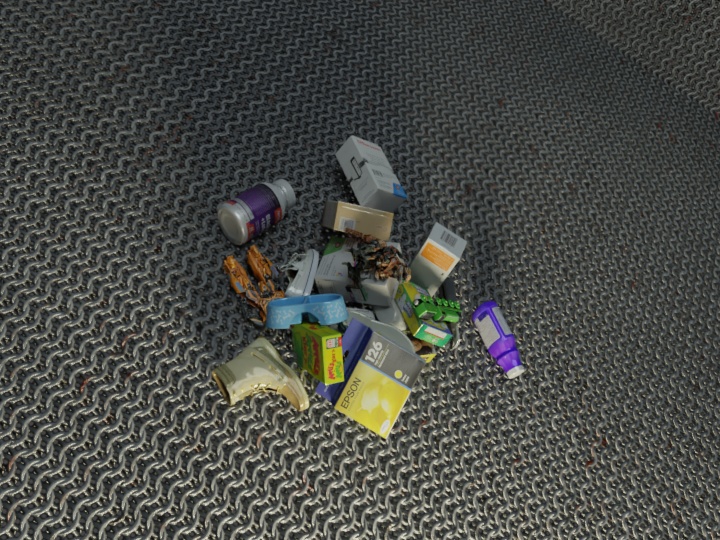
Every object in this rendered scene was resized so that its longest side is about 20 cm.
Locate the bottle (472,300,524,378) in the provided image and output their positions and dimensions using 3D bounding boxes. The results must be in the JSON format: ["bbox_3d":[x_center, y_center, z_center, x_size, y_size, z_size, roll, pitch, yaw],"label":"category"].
[{"bbox_3d":[0.370,0.186,1.638,0.064,0.084,0.204,-10,61,-27],"label":"bottle"}]

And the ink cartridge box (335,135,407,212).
[{"bbox_3d":[0.030,-0.275,1.780,0.144,0.084,0.204,9,48,-50],"label":"ink cartridge box"}]

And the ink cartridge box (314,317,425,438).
[{"bbox_3d":[0.022,0.247,1.413,0.196,0.047,0.202,28,94,-3],"label":"ink cartridge box"}]

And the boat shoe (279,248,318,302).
[{"bbox_3d":[-0.160,0.004,1.534,0.084,0.075,0.205,27,38,-15],"label":"boat shoe"}]

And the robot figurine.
[{"bbox_3d":[-0.248,0.042,1.503,0.143,0.059,0.202,-27,70,-31],"label":"robot figurine"}]

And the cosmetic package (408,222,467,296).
[{"bbox_3d":[0.192,-0.022,1.631,0.100,0.202,0.072,31,51,3],"label":"cosmetic package"}]

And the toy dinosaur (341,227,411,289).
[{"bbox_3d":[0.031,-0.030,1.475,0.134,0.105,0.198,-29,38,-32],"label":"toy dinosaur"}]

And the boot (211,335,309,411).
[{"bbox_3d":[-0.221,0.260,1.360,0.154,0.073,0.201,-31,71,-35],"label":"boot"}]

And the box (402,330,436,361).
[{"bbox_3d":[0.089,0.198,1.540,0.194,0.051,0.077,-5,59,-24],"label":"box"}]

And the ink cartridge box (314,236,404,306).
[{"bbox_3d":[0.000,0.000,1.563,0.194,0.085,0.147,6,51,19],"label":"ink cartridge box"}]

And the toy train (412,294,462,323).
[{"bbox_3d":[0.199,0.101,1.541,0.197,0.042,0.058,13,45,-49],"label":"toy train"}]

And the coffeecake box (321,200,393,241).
[{"bbox_3d":[-0.013,-0.134,1.629,0.149,0.200,0.076,11,94,-14],"label":"coffeecake box"}]

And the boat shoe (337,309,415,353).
[{"bbox_3d":[0.036,0.166,1.468,0.195,0.062,0.076,23,48,-7],"label":"boat shoe"}]

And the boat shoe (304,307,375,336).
[{"bbox_3d":[-0.055,0.126,1.527,0.194,0.075,0.066,7,37,-20],"label":"boat shoe"}]

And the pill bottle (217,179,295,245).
[{"bbox_3d":[-0.265,-0.160,1.599,0.111,0.112,0.199,45,54,12],"label":"pill bottle"}]

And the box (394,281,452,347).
[{"bbox_3d":[0.151,0.097,1.578,0.115,0.049,0.202,23,26,-37],"label":"box"}]

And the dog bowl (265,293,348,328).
[{"bbox_3d":[-0.125,0.091,1.408,0.193,0.112,0.051,-6,100,2],"label":"dog bowl"}]

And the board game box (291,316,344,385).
[{"bbox_3d":[-0.100,0.174,1.373,0.046,0.199,0.105,-7,99,-25],"label":"board game box"}]

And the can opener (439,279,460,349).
[{"bbox_3d":[0.228,0.116,1.646,0.065,0.054,0.205,10,54,-21],"label":"can opener"}]

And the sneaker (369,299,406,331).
[{"bbox_3d":[0.061,0.083,1.602,0.088,0.075,0.203,36,21,-44],"label":"sneaker"}]
